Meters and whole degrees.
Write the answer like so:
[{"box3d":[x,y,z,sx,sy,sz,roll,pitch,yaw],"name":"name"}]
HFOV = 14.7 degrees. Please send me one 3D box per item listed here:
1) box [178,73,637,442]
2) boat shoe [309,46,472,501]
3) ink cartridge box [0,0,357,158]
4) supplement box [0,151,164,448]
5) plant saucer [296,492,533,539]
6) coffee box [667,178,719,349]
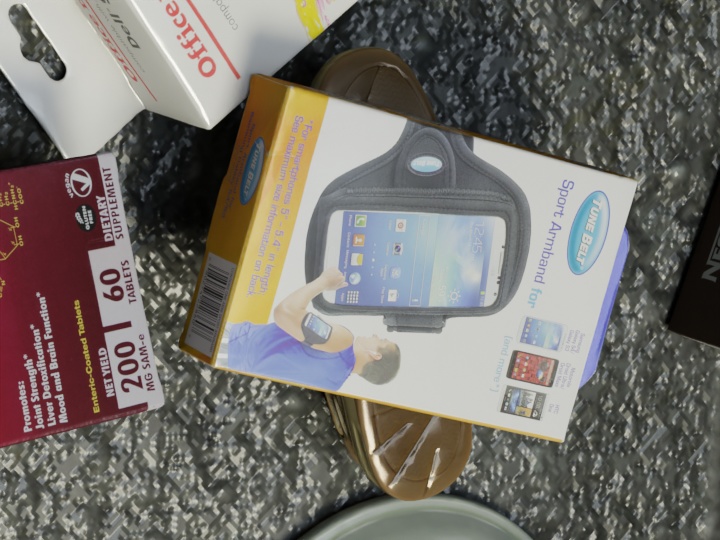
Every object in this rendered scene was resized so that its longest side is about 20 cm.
[{"box3d":[0.032,-0.001,1.175,0.199,0.041,0.120,13,95,-27],"name":"box"},{"box3d":[0.000,0.000,1.219,0.071,0.064,0.201,-13,107,-24],"name":"boat shoe"},{"box3d":[-0.063,-0.141,1.153,0.200,0.067,0.117,-43,118,-16],"name":"ink cartridge box"},{"box3d":[-0.174,0.021,1.078,0.200,0.061,0.109,-13,92,-47],"name":"supplement box"},{"box3d":[0.027,0.204,1.283,0.199,0.050,0.201,-6,103,-30],"name":"plant saucer"},{"box3d":[0.263,0.010,1.363,0.199,0.080,0.115,20,89,-31],"name":"coffee box"}]
